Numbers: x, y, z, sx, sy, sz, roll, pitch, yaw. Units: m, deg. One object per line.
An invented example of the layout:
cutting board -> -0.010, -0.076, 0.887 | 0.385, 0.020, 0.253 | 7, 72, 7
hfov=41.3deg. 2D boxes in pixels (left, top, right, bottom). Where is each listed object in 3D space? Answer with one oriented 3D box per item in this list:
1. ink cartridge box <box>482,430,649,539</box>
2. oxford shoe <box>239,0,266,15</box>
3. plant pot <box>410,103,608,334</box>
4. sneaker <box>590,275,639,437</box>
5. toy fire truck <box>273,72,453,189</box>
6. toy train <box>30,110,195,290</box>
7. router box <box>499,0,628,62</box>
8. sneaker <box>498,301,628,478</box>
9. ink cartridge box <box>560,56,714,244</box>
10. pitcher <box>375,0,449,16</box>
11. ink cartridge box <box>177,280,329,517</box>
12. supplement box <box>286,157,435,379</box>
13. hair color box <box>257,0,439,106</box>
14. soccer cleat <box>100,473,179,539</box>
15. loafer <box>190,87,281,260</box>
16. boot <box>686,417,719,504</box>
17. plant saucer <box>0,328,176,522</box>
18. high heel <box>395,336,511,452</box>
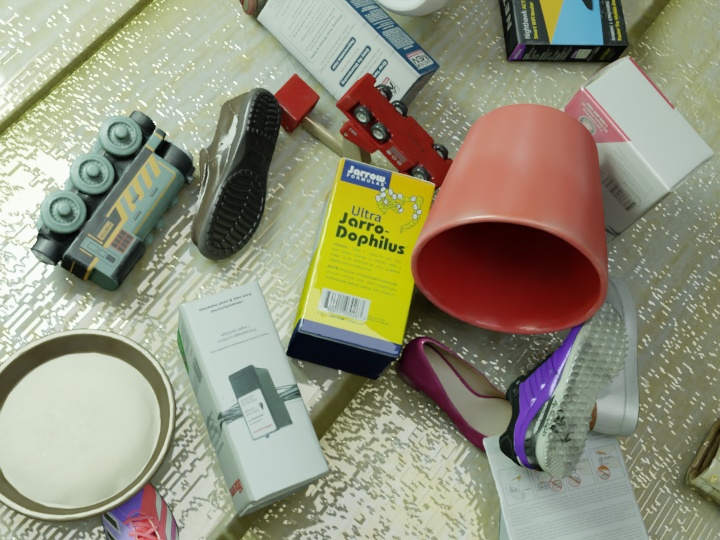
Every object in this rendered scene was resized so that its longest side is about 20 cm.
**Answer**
ink cartridge box -> 0.217, 0.266, 1.017 | 0.162, 0.050, 0.201 | -8, 70, -19
oxford shoe -> -0.118, -0.402, 1.163 | 0.075, 0.070, 0.201 | 1, 73, -16
plant pot -> 0.164, -0.059, 0.980 | 0.200, 0.201, 0.178 | 20, 58, -4
sneaker -> 0.260, 0.085, 1.061 | 0.084, 0.073, 0.200 | 7, 52, 2
toy fire truck -> -0.001, -0.153, 1.082 | 0.200, 0.141, 0.049 | 45, 61, -11
toy train -> -0.262, -0.075, 1.023 | 0.114, 0.085, 0.200 | 35, 66, -12
router box -> 0.254, -0.367, 1.233 | 0.149, 0.051, 0.201 | -2, 73, -10
sneaker -> 0.200, 0.115, 0.992 | 0.070, 0.099, 0.200 | 45, 63, -27
ink cartridge box -> 0.275, -0.120, 1.078 | 0.083, 0.200, 0.147 | -36, 82, -23
pitcher -> 0.053, -0.389, 1.152 | 0.171, 0.121, 0.200 | 18, 37, 10
ink cartridge box -> -0.112, 0.131, 0.947 | 0.083, 0.147, 0.200 | -18, 77, -17
supplement box -> 0.000, 0.000, 1.031 | 0.109, 0.109, 0.201 | 15, 70, -6
hair color box -> -0.015, -0.266, 1.116 | 0.200, 0.100, 0.061 | 46, 36, 6
soccer cleat -> -0.199, 0.285, 0.915 | 0.068, 0.073, 0.200 | -18, 75, -15
loafer -> -0.145, -0.106, 1.068 | 0.073, 0.071, 0.201 | 34, 68, -48
boot -> 0.426, 0.276, 1.044 | 0.155, 0.073, 0.200 | 29, 67, -1
plant saucer -> -0.282, 0.152, 0.947 | 0.199, 0.029, 0.201 | 2, 61, -3
high heel -> 0.130, 0.137, 1.018 | 0.200, 0.096, 0.067 | 38, 69, 3
